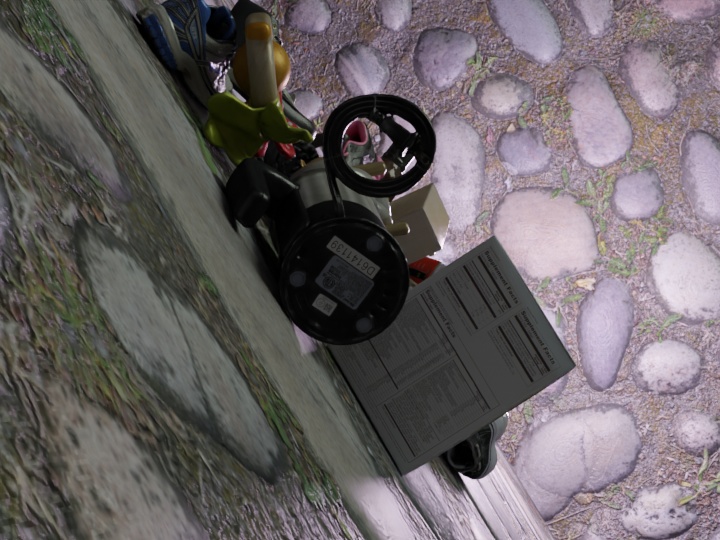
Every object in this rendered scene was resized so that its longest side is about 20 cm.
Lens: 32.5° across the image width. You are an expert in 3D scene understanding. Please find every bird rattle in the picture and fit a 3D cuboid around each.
[{"bbox_3d":[-0.097,-0.192,1.324,0.200,0.111,0.166,-69,157,-76],"label":"bird rattle"}]

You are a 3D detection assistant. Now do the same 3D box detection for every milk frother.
[{"bbox_3d":[-0.009,-0.066,1.148,0.181,0.199,0.188,52,5,-19],"label":"milk frother"}]

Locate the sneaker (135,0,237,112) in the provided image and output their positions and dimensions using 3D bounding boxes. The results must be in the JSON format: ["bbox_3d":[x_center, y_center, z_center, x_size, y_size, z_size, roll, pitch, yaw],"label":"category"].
[{"bbox_3d":[-0.164,-0.238,1.334,0.078,0.085,0.200,59,3,16],"label":"sneaker"}]

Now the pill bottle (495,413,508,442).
[{"bbox_3d":[0.156,0.190,1.879,0.117,0.115,0.200,61,5,36],"label":"pill bottle"}]

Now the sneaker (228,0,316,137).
[{"bbox_3d":[-0.115,-0.267,1.643,0.200,0.107,0.075,41,-5,-11],"label":"sneaker"}]

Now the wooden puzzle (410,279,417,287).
[{"bbox_3d":[0.091,0.085,1.719,0.185,0.046,0.201,39,-12,36],"label":"wooden puzzle"}]

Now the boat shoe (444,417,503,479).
[{"bbox_3d":[0.147,0.245,1.714,0.072,0.071,0.201,45,-22,25],"label":"boat shoe"}]

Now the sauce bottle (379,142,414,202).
[{"bbox_3d":[0.012,-0.104,1.703,0.064,0.201,0.065,35,-15,11],"label":"sauce bottle"}]

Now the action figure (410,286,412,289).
[{"bbox_3d":[0.048,0.061,1.488,0.118,0.198,0.104,24,-64,50],"label":"action figure"}]

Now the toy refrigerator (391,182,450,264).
[{"bbox_3d":[0.077,-0.061,1.727,0.071,0.075,0.200,65,12,-9],"label":"toy refrigerator"}]

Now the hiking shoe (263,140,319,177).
[{"bbox_3d":[-0.099,-0.141,1.658,0.100,0.076,0.200,41,-7,29],"label":"hiking shoe"}]

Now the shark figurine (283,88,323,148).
[{"bbox_3d":[-0.131,-0.217,1.731,0.128,0.089,0.217,-9,-72,58],"label":"shark figurine"}]

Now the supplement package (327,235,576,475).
[{"bbox_3d":[0.096,0.088,1.258,0.152,0.199,0.152,58,4,9],"label":"supplement package"}]

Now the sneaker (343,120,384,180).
[{"bbox_3d":[-0.030,-0.127,1.598,0.201,0.078,0.096,-60,148,-49],"label":"sneaker"}]

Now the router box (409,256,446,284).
[{"bbox_3d":[0.134,0.049,1.779,0.199,0.049,0.179,37,-6,-23],"label":"router box"}]

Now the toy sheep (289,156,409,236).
[{"bbox_3d":[-0.022,-0.048,1.345,0.138,0.137,0.201,54,12,-48],"label":"toy sheep"}]
